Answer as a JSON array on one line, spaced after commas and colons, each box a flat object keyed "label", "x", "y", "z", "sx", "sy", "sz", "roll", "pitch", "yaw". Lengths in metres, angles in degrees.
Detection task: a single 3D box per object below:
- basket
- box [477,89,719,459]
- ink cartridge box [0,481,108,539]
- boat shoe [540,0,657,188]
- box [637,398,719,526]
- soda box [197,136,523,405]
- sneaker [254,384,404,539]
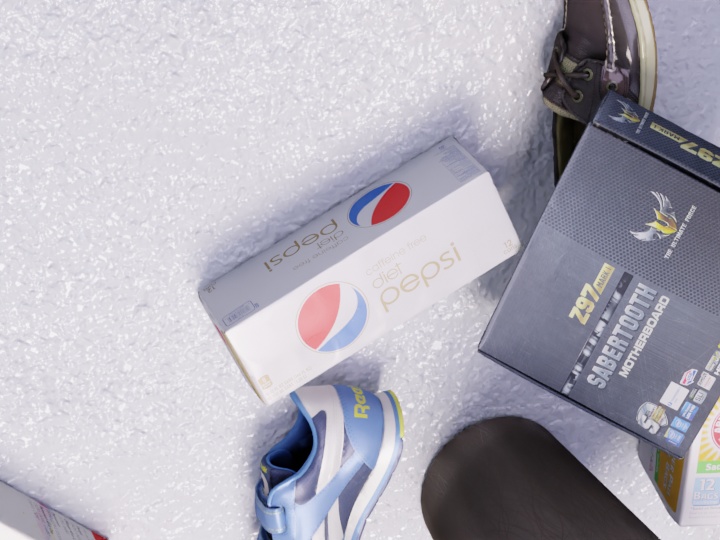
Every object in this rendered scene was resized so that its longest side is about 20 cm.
[{"label": "basket", "x": 0.128, "y": 0.195, "z": 1.530, "sx": 0.179, "sy": 0.200, "sz": 0.137, "roll": 21, "pitch": 106, "yaw": -28}, {"label": "box", "x": 0.183, "y": 0.006, "z": 1.458, "sx": 0.157, "sy": 0.051, "sz": 0.201, "roll": 29, "pitch": 125, "yaw": 5}, {"label": "ink cartridge box", "x": -0.230, "y": 0.212, "z": 1.471, "sx": 0.199, "sy": 0.067, "sz": 0.116, "roll": 34, "pitch": 99, "yaw": -32}, {"label": "boat shoe", "x": 0.150, "y": -0.115, "z": 1.464, "sx": 0.064, "sy": 0.073, "sz": 0.202, "roll": -20, "pitch": 120, "yaw": -18}, {"label": "box", "x": 0.307, "y": 0.105, "z": 1.601, "sx": 0.198, "sy": 0.102, "sz": 0.113, "roll": -2, "pitch": 116, "yaw": -11}, {"label": "soda box", "x": 0.000, "y": 0.000, "z": 1.464, "sx": 0.199, "sy": 0.064, "sz": 0.068, "roll": -31, "pitch": 122, "yaw": -5}, {"label": "sneaker", "x": -0.042, "y": 0.164, "z": 1.525, "sx": 0.082, "sy": 0.074, "sz": 0.202, "roll": 16, "pitch": 100, "yaw": -26}]
